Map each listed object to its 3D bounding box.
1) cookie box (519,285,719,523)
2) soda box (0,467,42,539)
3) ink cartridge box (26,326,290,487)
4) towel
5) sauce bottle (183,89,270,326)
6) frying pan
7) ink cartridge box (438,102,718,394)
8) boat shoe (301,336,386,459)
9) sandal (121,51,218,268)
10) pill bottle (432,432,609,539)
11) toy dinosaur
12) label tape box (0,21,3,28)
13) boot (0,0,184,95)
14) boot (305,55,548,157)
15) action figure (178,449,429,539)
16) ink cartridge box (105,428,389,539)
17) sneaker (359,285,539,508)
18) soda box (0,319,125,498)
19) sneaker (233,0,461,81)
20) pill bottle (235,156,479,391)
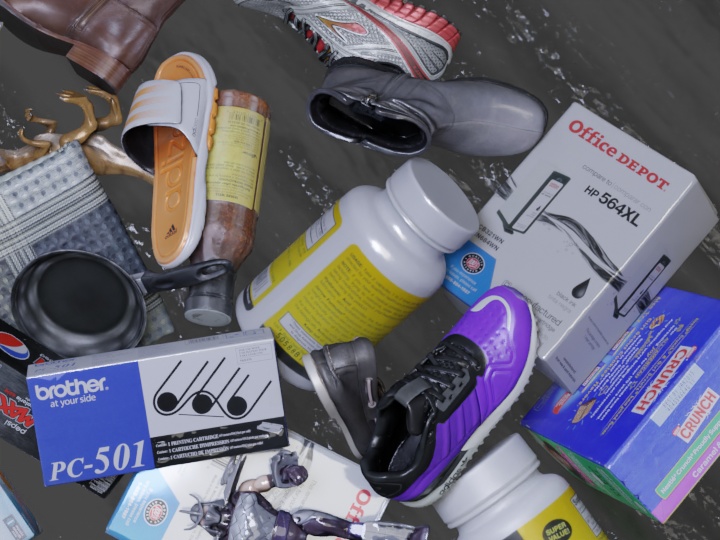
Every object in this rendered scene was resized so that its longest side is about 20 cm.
[{"bbox_3d":[0.240,0.103,1.682,0.075,0.200,0.171,42,85,-15],"label":"cookie box"},{"bbox_3d":[-0.352,0.158,1.720,0.068,0.064,0.200,-34,89,-4],"label":"soda box"},{"bbox_3d":[-0.162,0.109,1.647,0.200,0.044,0.094,-8,103,-5],"label":"ink cartridge box"},{"bbox_3d":[-0.285,0.016,1.736,0.200,0.035,0.193,-28,105,-6],"label":"towel"},{"bbox_3d":[-0.117,-0.053,1.724,0.066,0.066,0.200,9,67,-2],"label":"sauce bottle"},{"bbox_3d":[-0.207,0.007,1.681,0.190,0.031,0.115,-39,111,25],"label":"frying pan"},{"bbox_3d":[0.180,-0.022,1.722,0.146,0.084,0.200,36,84,34],"label":"ink cartridge box"},{"bbox_3d":[0.004,0.106,1.675,0.057,0.200,0.067,-23,67,3],"label":"boat shoe"},{"bbox_3d":[-0.165,-0.103,1.708,0.059,0.079,0.207,24,51,-38],"label":"sandal"},{"bbox_3d":[0.152,0.244,1.716,0.114,0.114,0.200,-36,88,-5],"label":"pill bottle"},{"bbox_3d":[-0.229,-0.103,1.760,0.200,0.060,0.106,10,111,2],"label":"toy dinosaur"},{"bbox_3d":[-0.423,-0.191,1.743,0.200,0.063,0.144,28,84,-1],"label":"label tape box"},{"bbox_3d":[-0.219,-0.274,1.766,0.186,0.064,0.200,35,78,8],"label":"boot"},{"bbox_3d":[0.056,-0.119,1.684,0.200,0.132,0.070,8,108,1],"label":"boot"},{"bbox_3d":[-0.049,0.214,1.646,0.200,0.069,0.130,13,89,0],"label":"action figure"},{"bbox_3d":[-0.092,0.199,1.720,0.200,0.084,0.145,27,84,-1],"label":"ink cartridge box"},{"bbox_3d":[0.066,0.099,1.629,0.070,0.100,0.200,33,96,36],"label":"sneaker"},{"bbox_3d":[-0.275,0.104,1.694,0.200,0.071,0.063,34,109,-15],"label":"soda box"},{"bbox_3d":[-0.018,-0.207,1.759,0.200,0.078,0.082,20,86,-1],"label":"sneaker"},{"bbox_3d":[0.000,0.000,1.692,0.200,0.111,0.111,-42,89,22],"label":"pill bottle"}]
